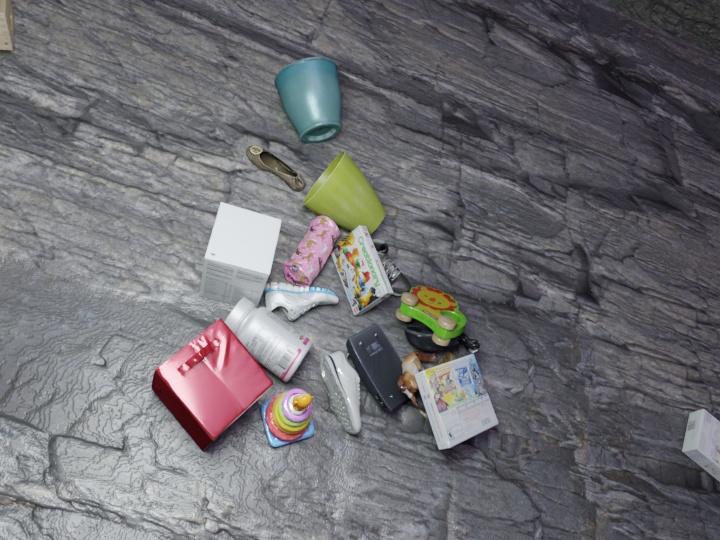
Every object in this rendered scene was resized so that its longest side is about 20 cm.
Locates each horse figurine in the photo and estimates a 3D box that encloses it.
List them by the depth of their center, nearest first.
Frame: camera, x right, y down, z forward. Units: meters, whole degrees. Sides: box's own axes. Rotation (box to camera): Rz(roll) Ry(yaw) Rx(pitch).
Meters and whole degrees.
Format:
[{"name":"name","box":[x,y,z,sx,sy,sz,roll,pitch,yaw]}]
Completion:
[{"name":"horse figurine","box":[0.141,0.268,1.358,0.133,0.050,0.202,46,33,-18]}]

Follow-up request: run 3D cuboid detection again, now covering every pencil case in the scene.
[{"name":"pencil case","box":[-0.129,-0.053,1.446,0.087,0.081,0.202,59,47,-37]}]

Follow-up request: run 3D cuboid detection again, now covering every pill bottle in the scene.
[{"name":"pill bottle","box":[-0.221,0.160,1.276,0.198,0.114,0.114,36,56,0]}]

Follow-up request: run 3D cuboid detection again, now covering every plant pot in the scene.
[{"name":"plant pot","box":[-0.030,-0.194,1.517,0.199,0.186,0.189,39,55,-16]},{"name":"plant pot","box":[-0.140,-0.496,1.619,0.196,0.199,0.192,-13,84,-26]}]

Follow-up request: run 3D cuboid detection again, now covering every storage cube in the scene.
[{"name":"storage cube","box":[-0.317,0.245,1.147,0.180,0.200,0.170,49,57,2]}]

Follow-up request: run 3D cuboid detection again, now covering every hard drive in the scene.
[{"name":"hard drive","box":[0.049,0.243,1.358,0.134,0.042,0.202,-21,76,-49]}]

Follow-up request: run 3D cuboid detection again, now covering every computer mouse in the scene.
[{"name":"computer mouse","box":[0.209,0.192,1.441,0.195,0.138,0.054,9,96,-10]}]

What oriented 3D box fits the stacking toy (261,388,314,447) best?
[{"name":"stacking toy","box":[-0.144,0.302,1.179,0.114,0.201,0.112,-10,67,-24]}]

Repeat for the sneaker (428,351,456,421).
[{"name":"sneaker","box":[0.236,0.322,1.406,0.089,0.067,0.203,31,53,-19]}]

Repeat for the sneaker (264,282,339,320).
[{"name":"sneaker","box":[-0.151,0.086,1.378,0.195,0.075,0.089,4,72,-13]}]

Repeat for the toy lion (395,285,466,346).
[{"name":"toy lion","box":[0.202,0.106,1.450,0.198,0.070,0.190,32,29,33]}]

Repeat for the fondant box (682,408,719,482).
[{"name":"fondant box","box":[1.073,0.540,1.618,0.199,0.058,0.145,38,57,2]}]

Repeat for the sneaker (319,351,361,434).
[{"name":"sneaker","box":[-0.030,0.292,1.310,0.079,0.076,0.204,-7,67,-35]}]

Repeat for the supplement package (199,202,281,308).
[{"name":"supplement package","box":[-0.290,-0.028,1.296,0.147,0.201,0.155,15,59,-12]}]

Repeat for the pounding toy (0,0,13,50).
[{"name":"pounding toy","box":[-1.004,-0.632,1.391,0.180,0.143,0.203,-6,55,-24]}]

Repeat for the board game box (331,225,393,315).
[{"name":"board game box","box":[0.000,0.000,1.441,0.034,0.125,0.203,3,58,-51]}]

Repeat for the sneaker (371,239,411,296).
[{"name":"sneaker","box":[0.068,-0.015,1.480,0.198,0.116,0.076,36,56,0]}]

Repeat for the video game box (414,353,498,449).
[{"name":"video game box","box":[0.238,0.318,1.332,0.197,0.047,0.186,-7,76,-40]}]

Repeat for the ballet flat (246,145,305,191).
[{"name":"ballet flat","box":[-0.241,-0.301,1.551,0.198,0.046,0.068,37,56,0]}]
